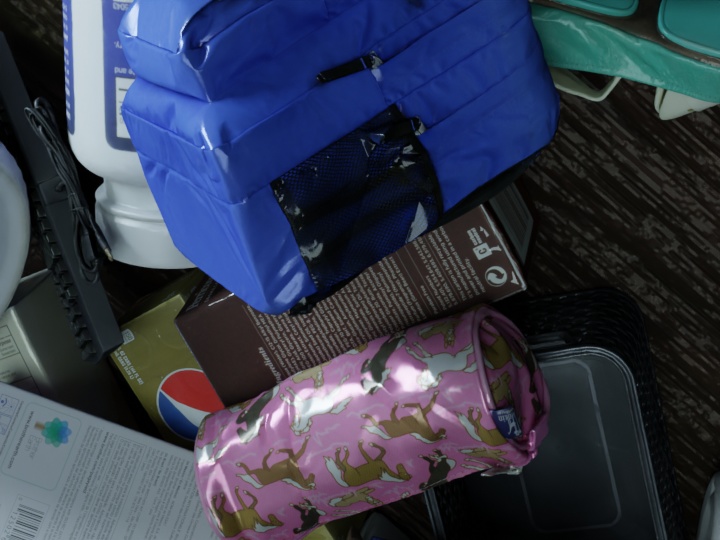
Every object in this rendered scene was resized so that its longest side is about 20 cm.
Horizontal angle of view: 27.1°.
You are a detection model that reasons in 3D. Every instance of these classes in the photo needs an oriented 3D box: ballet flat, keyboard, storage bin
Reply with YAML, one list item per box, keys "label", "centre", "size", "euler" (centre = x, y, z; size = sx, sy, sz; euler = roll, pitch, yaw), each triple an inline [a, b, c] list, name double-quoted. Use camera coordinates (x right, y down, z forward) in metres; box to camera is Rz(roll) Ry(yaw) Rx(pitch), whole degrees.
- label: "ballet flat"
  centre: [0.154, -0.122, 0.818]
  size: [0.198, 0.068, 0.071]
  euler: [16, 136, 9]
- label: "keyboard"
  centre: [-0.185, -0.044, 0.883]
  size: [0.202, 0.020, 0.127]
  euler: [67, 155, 4]
- label: "storage bin"
  centre: [0.115, 0.125, 0.897]
  size: [0.134, 0.094, 0.202]
  euler: [-9, 107, 18]

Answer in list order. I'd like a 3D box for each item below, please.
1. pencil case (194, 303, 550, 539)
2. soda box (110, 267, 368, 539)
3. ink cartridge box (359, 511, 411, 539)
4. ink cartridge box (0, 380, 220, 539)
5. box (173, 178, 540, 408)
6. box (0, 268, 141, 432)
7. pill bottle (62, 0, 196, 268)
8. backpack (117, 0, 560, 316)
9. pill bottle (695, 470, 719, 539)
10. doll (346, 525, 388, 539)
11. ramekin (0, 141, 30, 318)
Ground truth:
- label: "pencil case"
  centre: [0.003, 0.091, 0.821]
  size: [0.199, 0.087, 0.083]
  euler: [-22, 140, 24]
- label: "soda box"
  centre: [-0.077, 0.100, 0.952]
  size: [0.067, 0.064, 0.201]
  euler: [-27, 102, 22]
- label: "ink cartridge box"
  centre: [-0.004, 0.284, 0.991]
  size: [0.146, 0.086, 0.200]
  euler: [41, 113, -3]
- label: "ink cartridge box"
  centre: [-0.146, 0.156, 0.888]
  size: [0.198, 0.120, 0.042]
  euler: [19, 156, 1]
- label: "box"
  centre: [0.000, 0.000, 0.874]
  size: [0.199, 0.100, 0.075]
  euler: [-26, 106, 21]
- label: "box"
  centre: [-0.204, 0.110, 0.980]
  size: [0.094, 0.078, 0.202]
  euler: [-17, 105, 20]
- label: "pill bottle"
  centre: [-0.108, -0.111, 0.851]
  size: [0.118, 0.120, 0.202]
  euler: [7, 112, 11]
- label: "backpack"
  centre: [-0.005, -0.094, 0.746]
  size: [0.199, 0.162, 0.169]
  euler: [-28, 120, -17]
- label: "pill bottle"
  centre: [0.295, 0.187, 0.862]
  size: [0.198, 0.112, 0.113]
  euler: [10, 112, 10]
- label: "doll"
  centre: [0.076, 0.218, 0.864]
  size: [0.198, 0.048, 0.138]
  euler: [18, 104, 0]
- label: "ramekin"
  centre: [-0.277, -0.016, 0.849]
  size: [0.094, 0.202, 0.204]
  euler: [31, 117, 27]
